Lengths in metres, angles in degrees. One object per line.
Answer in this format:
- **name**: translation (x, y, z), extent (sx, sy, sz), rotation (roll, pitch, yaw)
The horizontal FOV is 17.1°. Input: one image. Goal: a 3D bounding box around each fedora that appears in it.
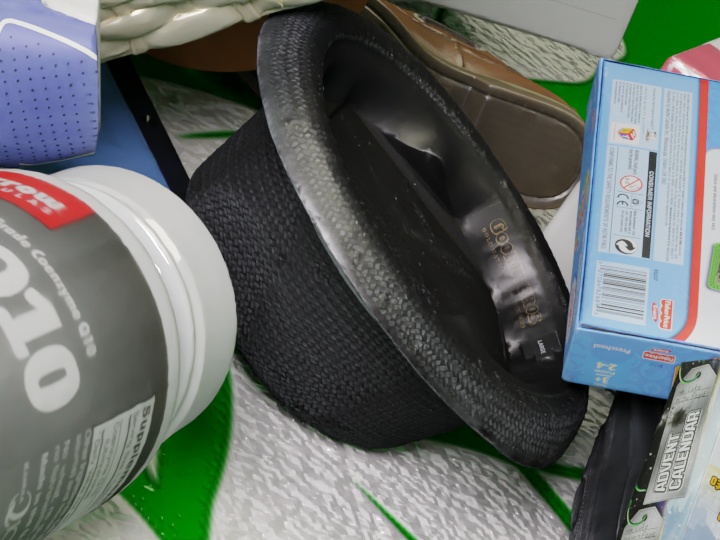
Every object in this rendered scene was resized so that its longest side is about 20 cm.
- **fedora**: translation (0.000, 0.000, 0.917), extent (0.201, 0.091, 0.201), rotation (44, 27, -30)

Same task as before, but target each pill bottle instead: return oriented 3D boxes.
- **pill bottle**: translation (-0.125, 0.033, 0.719), extent (0.114, 0.114, 0.200), rotation (41, 27, 11)

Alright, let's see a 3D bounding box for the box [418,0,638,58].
- **box**: translation (0.032, -0.220, 1.243), extent (0.198, 0.131, 0.200), rotation (10, 19, -40)

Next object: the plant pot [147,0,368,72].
- **plant pot**: translation (-0.058, -0.180, 1.034), extent (0.199, 0.140, 0.201), rotation (0, 55, 0)

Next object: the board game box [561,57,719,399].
- **board game box**: translation (0.184, -0.005, 0.937), extent (0.199, 0.037, 0.152), rotation (10, 47, 0)

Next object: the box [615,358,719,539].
- **box**: translation (0.173, 0.138, 0.857), extent (0.200, 0.040, 0.137), rotation (33, 67, -24)

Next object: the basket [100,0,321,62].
- **basket**: translation (-0.064, -0.164, 0.852), extent (0.136, 0.199, 0.124), rotation (71, 4, -62)

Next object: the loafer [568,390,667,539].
- **loafer**: translation (0.112, 0.092, 0.943), extent (0.068, 0.070, 0.201), rotation (38, 30, -9)

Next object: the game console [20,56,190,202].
- **game console**: translation (-0.154, -0.065, 0.937), extent (0.176, 0.031, 0.200), rotation (13, 34, -38)

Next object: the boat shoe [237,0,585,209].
- **boat shoe**: translation (0.016, -0.089, 1.141), extent (0.200, 0.072, 0.068), rotation (29, 13, -12)

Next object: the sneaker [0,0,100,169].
- **sneaker**: translation (-0.185, -0.041, 0.782), extent (0.199, 0.081, 0.115), rotation (3, 44, 3)

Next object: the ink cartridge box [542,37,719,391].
- **ink cartridge box**: translation (0.171, -0.037, 1.138), extent (0.085, 0.146, 0.200), rotation (41, 28, 12)
